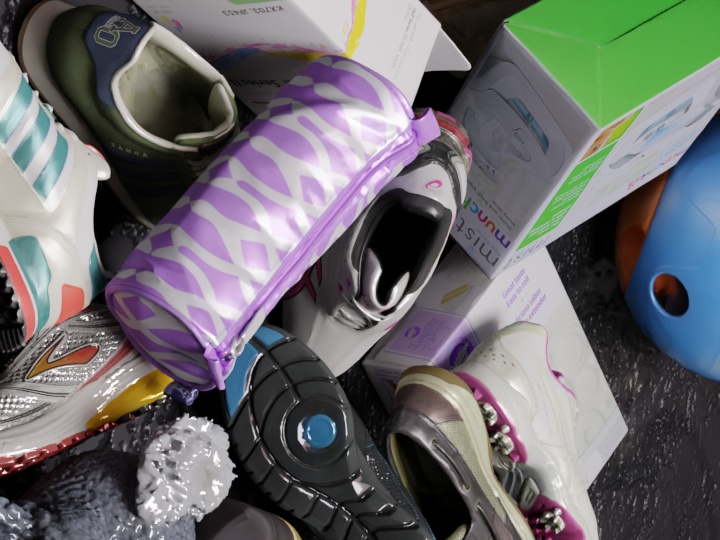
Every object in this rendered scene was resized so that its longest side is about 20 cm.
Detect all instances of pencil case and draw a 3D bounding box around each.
[{"bbox_3d":[-0.049,-0.026,1.082,0.200,0.085,0.084,-52,138,-23],"label":"pencil case"}]

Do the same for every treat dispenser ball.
[{"bbox_3d":[0.287,-0.015,1.485,0.201,0.201,0.201,-10,104,-47],"label":"treat dispenser ball"}]

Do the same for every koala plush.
[{"bbox_3d":[-0.149,0.156,1.027,0.184,0.177,0.200,49,37,-3],"label":"koala plush"}]

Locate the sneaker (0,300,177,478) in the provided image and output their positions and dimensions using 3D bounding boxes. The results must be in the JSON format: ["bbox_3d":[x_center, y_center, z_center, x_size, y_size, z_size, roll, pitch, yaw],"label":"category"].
[{"bbox_3d":[-0.172,0.059,1.090,0.200,0.078,0.082,-26,88,-39],"label":"sneaker"}]

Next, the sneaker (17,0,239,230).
[{"bbox_3d":[-0.100,-0.073,1.122,0.200,0.090,0.067,49,60,-41],"label":"sneaker"}]

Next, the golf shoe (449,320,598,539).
[{"bbox_3d":[0.122,0.120,1.334,0.092,0.075,0.200,-51,131,-32],"label":"golf shoe"}]

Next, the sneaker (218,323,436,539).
[{"bbox_3d":[-0.022,0.119,1.213,0.073,0.082,0.200,-31,100,-1],"label":"sneaker"}]

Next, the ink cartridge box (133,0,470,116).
[{"bbox_3d":[-0.037,-0.143,1.160,0.200,0.117,0.067,41,61,-43],"label":"ink cartridge box"}]

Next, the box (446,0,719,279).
[{"bbox_3d":[0.151,-0.112,1.317,0.200,0.097,0.177,-31,163,-36],"label":"box"}]

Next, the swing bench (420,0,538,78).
[{"bbox_3d":[0.132,-0.248,1.307,0.199,0.200,0.130,-23,69,-45],"label":"swing bench"}]

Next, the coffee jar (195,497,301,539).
[{"bbox_3d":[-0.044,0.217,1.236,0.200,0.085,0.104,40,66,-43],"label":"coffee jar"}]

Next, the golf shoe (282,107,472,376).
[{"bbox_3d":[0.000,0.000,1.198,0.092,0.072,0.200,-79,-167,-51],"label":"golf shoe"}]

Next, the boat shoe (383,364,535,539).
[{"bbox_3d":[0.057,0.154,1.283,0.066,0.072,0.201,-48,129,-39],"label":"boat shoe"}]

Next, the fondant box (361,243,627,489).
[{"bbox_3d":[0.097,0.087,1.395,0.144,0.058,0.200,-50,129,-30],"label":"fondant box"}]

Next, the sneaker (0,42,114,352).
[{"bbox_3d":[-0.181,-0.065,1.039,0.093,0.070,0.200,-25,104,-46],"label":"sneaker"}]
